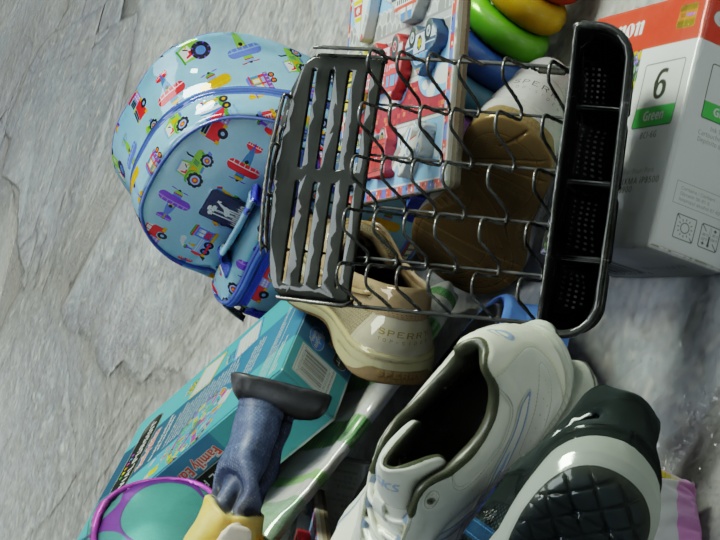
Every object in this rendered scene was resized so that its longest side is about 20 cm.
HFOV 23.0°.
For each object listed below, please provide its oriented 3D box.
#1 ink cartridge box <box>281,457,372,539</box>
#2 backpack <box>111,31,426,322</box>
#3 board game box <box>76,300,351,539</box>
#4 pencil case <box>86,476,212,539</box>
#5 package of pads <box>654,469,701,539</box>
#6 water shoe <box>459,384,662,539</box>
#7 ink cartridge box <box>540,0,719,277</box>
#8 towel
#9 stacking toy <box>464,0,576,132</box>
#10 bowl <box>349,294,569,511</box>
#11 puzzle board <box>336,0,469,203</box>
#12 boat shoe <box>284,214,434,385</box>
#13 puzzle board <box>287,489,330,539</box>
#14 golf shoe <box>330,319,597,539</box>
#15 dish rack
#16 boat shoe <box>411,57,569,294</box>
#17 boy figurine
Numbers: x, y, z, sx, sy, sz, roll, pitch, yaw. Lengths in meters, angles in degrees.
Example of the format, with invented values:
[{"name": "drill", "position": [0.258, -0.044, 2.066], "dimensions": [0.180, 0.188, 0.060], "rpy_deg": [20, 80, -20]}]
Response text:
[{"name": "ink cartridge box", "position": [-0.029, 0.218, 1.123], "dimensions": [0.160, 0.047, 0.202], "rpy_deg": [-4, 75, 65]}, {"name": "backpack", "position": [-0.066, -0.061, 1.207], "dimensions": [0.183, 0.199, 0.135], "rpy_deg": [-52, 29, 35]}, {"name": "board game box", "position": [-0.084, 0.097, 1.134], "dimensions": [0.200, 0.047, 0.151], "rpy_deg": [-41, 12, 26]}, {"name": "pencil case", "position": [-0.114, 0.228, 1.067], "dimensions": [0.085, 0.092, 0.201], "rpy_deg": [-51, -34, -52]}, {"name": "package of pads", "position": [0.086, 0.184, 0.843], "dimensions": [0.200, 0.075, 0.121], "rpy_deg": [-48, 30, 43]}, {"name": "water shoe", "position": [0.071, 0.133, 0.762], "dimensions": [0.200, 0.071, 0.079], "rpy_deg": [-54, 3, 36]}, {"name": "ink cartridge box", "position": [0.161, -0.099, 0.919], "dimensions": [0.109, 0.050, 0.201], "rpy_deg": [-3, 71, 66]}, {"name": "towel", "position": [-0.025, 0.092, 1.108], "dimensions": [0.200, 0.023, 0.152], "rpy_deg": [-50, 12, -23]}, {"name": "stacking toy", "position": [0.095, -0.155, 1.094], "dimensions": [0.200, 0.085, 0.086], "rpy_deg": [-51, 30, 26]}, {"name": "bowl", "position": [0.041, 0.101, 0.952], "dimensions": [0.201, 0.039, 0.201], "rpy_deg": [-58, 3, 5]}, {"name": "puzzle board", "position": [0.020, -0.118, 1.031], "dimensions": [0.200, 0.017, 0.152], "rpy_deg": [176, 97, -72]}, {"name": "boat shoe", "position": [0.000, 0.000, 1.059], "dimensions": [0.200, 0.071, 0.065], "rpy_deg": [-134, 48, -59]}, {"name": "puzzle board", "position": [-0.045, 0.211, 0.997], "dimensions": [0.200, 0.017, 0.152], "rpy_deg": [-126, 51, -87]}, {"name": "golf shoe", "position": [0.020, 0.104, 0.806], "dimensions": [0.078, 0.097, 0.201], "rpy_deg": [38, 101, 32]}, {"name": "dish rack", "position": [0.038, -0.047, 0.894], "dimensions": [0.199, 0.055, 0.155], "rpy_deg": [5, 81, 22]}, {"name": "boat shoe", "position": [0.084, -0.052, 1.023], "dimensions": [0.070, 0.071, 0.200], "rpy_deg": [-57, -3, -28]}, {"name": "boy figurine", "position": [-0.068, 0.156, 0.947], "dimensions": [0.124, 0.064, 0.201], "rpy_deg": [109, 174, -79]}]
